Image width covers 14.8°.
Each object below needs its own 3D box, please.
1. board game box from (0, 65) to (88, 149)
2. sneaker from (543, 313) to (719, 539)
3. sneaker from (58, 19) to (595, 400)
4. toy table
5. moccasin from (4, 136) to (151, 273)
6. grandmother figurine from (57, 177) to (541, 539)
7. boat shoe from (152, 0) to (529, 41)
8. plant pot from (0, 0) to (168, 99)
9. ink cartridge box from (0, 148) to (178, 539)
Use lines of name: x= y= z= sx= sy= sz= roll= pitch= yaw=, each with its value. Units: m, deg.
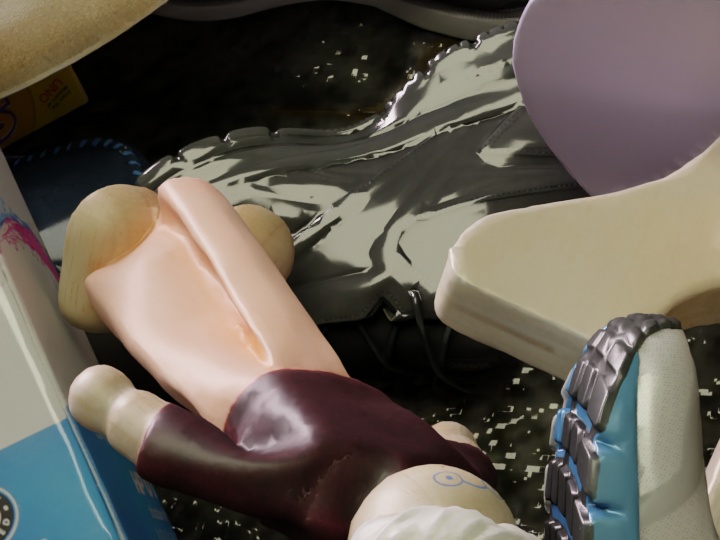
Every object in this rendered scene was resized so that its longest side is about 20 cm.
board game box: x=-0.177 y=-0.043 z=0.911 sx=0.199 sy=0.030 sz=0.096 roll=-32 pitch=35 yaw=-4
sneaker: x=0.090 y=0.108 z=0.661 sx=0.086 sy=0.201 sz=0.075 roll=-5 pitch=8 yaw=0
sneaker: x=0.000 y=0.000 z=0.812 sx=0.199 sy=0.076 sz=0.091 roll=-25 pitch=58 yaw=1
toy table: x=0.119 y=0.004 z=0.714 sx=0.199 sy=0.184 sz=0.117 roll=17 pitch=49 yaw=14
moccasin: x=-0.151 y=0.014 z=0.848 sx=0.199 sy=0.068 sz=0.081 roll=-30 pitch=51 yaw=-6
grandmother figurine: x=-0.014 y=0.039 z=0.684 sx=0.121 sy=0.061 sz=0.200 roll=-1 pitch=25 yaw=-30
boat shoe: x=-0.017 y=-0.120 z=0.910 sx=0.199 sy=0.060 sz=0.074 roll=13 pitch=60 yaw=25
plant pot: x=-0.105 y=-0.119 z=0.901 sx=0.199 sy=0.028 sz=0.200 roll=-24 pitch=31 yaw=16
ink cartridge box: x=-0.156 y=0.023 z=0.771 sx=0.144 sy=0.085 sz=0.201 roll=-26 pitch=82 yaw=5
